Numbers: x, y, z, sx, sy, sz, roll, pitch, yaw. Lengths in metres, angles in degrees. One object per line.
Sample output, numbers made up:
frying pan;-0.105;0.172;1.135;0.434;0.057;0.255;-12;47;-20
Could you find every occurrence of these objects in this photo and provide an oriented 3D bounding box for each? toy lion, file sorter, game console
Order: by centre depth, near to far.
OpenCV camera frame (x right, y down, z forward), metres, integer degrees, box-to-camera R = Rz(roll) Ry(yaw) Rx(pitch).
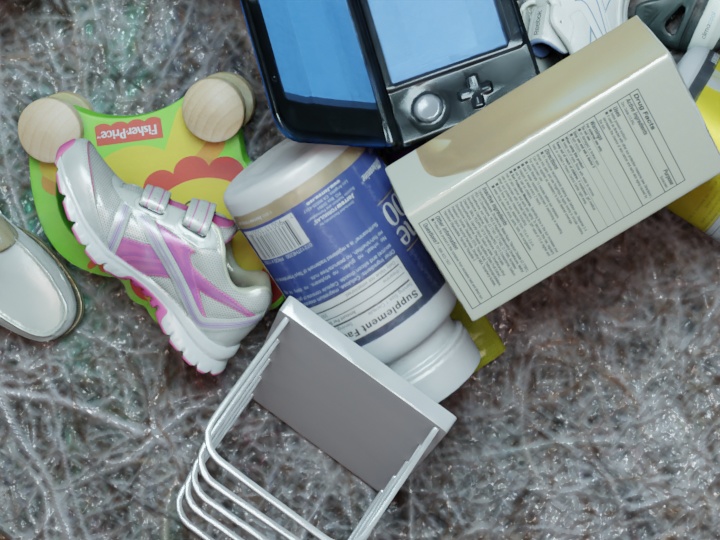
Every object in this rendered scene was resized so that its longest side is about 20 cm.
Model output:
game console;0.012;-0.191;1.286;0.169;0.118;0.202;-18;77;7
file sorter;-0.041;0.135;1.343;0.138;0.200;0.125;35;68;2
toy lion;-0.143;-0.044;1.436;0.198;0.069;0.194;-6;99;5

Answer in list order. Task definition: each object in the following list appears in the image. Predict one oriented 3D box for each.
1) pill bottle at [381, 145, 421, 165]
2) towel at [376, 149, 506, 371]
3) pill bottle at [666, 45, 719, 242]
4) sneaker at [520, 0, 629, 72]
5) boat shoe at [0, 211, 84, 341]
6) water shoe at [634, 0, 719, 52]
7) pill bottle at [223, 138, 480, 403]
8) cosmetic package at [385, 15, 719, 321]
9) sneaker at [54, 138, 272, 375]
pill bottle;0.067;-0.107;1.386;0.111;0.111;0.201;-28;89;5
towel;0.022;0.002;1.417;0.086;0.018;0.201;-33;104;5
pill bottle;0.291;-0.063;1.369;0.199;0.112;0.113;32;94;3
sneaker;0.153;-0.193;1.375;0.074;0.087;0.202;-15;81;47
boat shoe;-0.294;-0.019;1.441;0.200;0.068;0.075;41;95;2
water shoe;0.251;-0.259;1.385;0.078;0.071;0.202;16;93;6
pill bottle;0.000;0.000;1.350;0.110;0.111;0.201;-32;104;5
cosmetic package;0.128;-0.067;1.272;0.199;0.071;0.106;-30;121;4
sneaker;-0.137;-0.025;1.379;0.088;0.081;0.200;-38;109;12
